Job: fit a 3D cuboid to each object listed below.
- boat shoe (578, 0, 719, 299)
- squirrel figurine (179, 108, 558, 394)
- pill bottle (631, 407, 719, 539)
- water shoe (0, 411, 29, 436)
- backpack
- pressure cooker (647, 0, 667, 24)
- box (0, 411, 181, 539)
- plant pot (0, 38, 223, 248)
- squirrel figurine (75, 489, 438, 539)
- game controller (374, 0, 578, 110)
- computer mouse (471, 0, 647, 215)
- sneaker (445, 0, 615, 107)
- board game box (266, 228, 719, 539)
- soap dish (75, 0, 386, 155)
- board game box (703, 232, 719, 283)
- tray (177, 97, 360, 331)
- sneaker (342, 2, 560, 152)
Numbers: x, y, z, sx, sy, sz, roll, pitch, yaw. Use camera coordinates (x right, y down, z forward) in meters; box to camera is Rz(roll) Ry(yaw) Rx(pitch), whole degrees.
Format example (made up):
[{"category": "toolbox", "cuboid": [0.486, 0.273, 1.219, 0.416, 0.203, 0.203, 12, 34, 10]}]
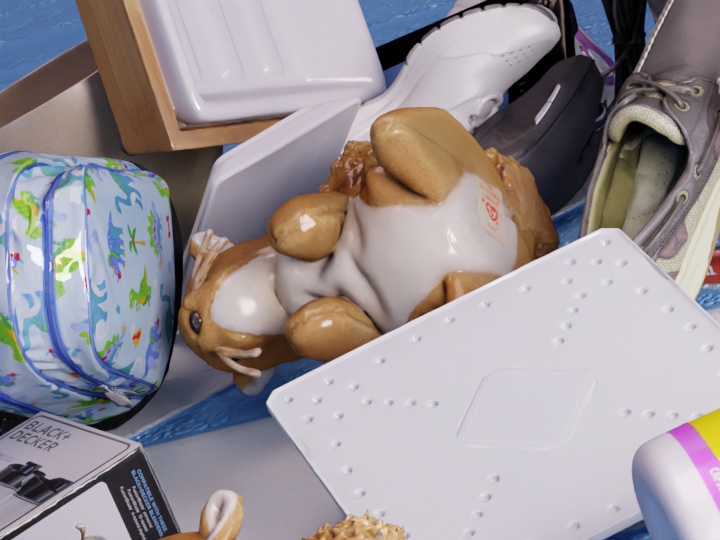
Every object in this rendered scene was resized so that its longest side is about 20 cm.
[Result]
[{"category": "boat shoe", "cuboid": [0.160, -0.068, 1.473, 0.072, 0.066, 0.201, 5, 71, 36]}, {"category": "squirrel figurine", "cuboid": [0.000, 0.000, 1.539, 0.186, 0.142, 0.200, -24, 3, 27]}, {"category": "pill bottle", "cuboid": [0.216, 0.079, 1.124, 0.200, 0.104, 0.104, -24, 20, -4]}, {"category": "water shoe", "cuboid": [-0.267, 0.092, 1.640, 0.200, 0.072, 0.079, -34, 21, -32]}, {"category": "backpack", "cuboid": [-0.170, 0.004, 1.534, 0.153, 0.164, 0.200, -1, -8, 34]}, {"category": "pressure cooker", "cuboid": [0.261, -0.162, 1.596, 0.178, 0.176, 0.200, 9, 19, -9]}, {"category": "box", "cuboid": [-0.205, 0.153, 1.436, 0.200, 0.060, 0.117, -32, 22, -25]}, {"category": "plant pot", "cuboid": [-0.166, -0.069, 1.833, 0.200, 0.135, 0.200, -30, 13, 8]}, {"category": "squirrel figurine", "cuboid": [-0.059, 0.169, 1.189, 0.199, 0.142, 0.187, -3, 13, 10]}, {"category": "game controller", "cuboid": [0.054, -0.110, 1.782, 0.200, 0.042, 0.105, -21, 49, 36]}, {"category": "computer mouse", "cuboid": [0.123, -0.107, 1.663, 0.046, 0.141, 0.200, 18, 40, 35]}, {"category": "sneaker", "cuboid": [0.101, -0.124, 1.847, 0.100, 0.075, 0.200, -49, 27, -4]}, {"category": "board game box", "cuboid": [0.081, 0.073, 1.326, 0.200, 0.026, 0.200, -26, 36, -11]}, {"category": "soap dish", "cuboid": [-0.085, -0.149, 1.737, 0.081, 0.158, 0.200, -25, -9, 38]}, {"category": "board game box", "cuboid": [0.234, -0.028, 1.503, 0.200, 0.019, 0.103, -5, 26, 39]}, {"category": "tray", "cuboid": [-0.065, -0.035, 1.657, 0.107, 0.022, 0.200, -33, -16, -26]}, {"category": "sneaker", "cuboid": [0.047, -0.086, 1.715, 0.200, 0.087, 0.074, -39, -25, 18]}]
